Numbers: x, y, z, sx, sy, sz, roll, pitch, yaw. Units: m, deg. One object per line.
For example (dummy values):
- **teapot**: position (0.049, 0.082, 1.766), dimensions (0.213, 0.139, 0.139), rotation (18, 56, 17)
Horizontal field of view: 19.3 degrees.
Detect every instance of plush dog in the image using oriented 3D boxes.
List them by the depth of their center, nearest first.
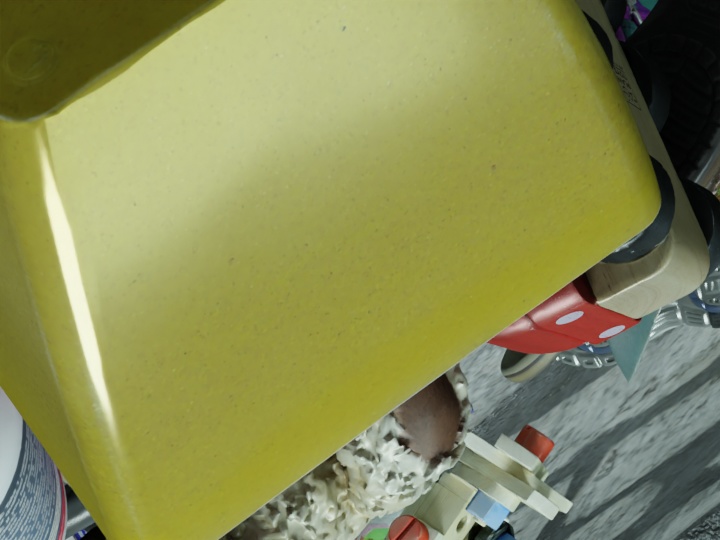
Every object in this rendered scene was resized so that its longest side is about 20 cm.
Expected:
- **plush dog**: position (-0.074, 0.071, 0.946), dimensions (0.200, 0.172, 0.160), rotation (-49, -172, -4)

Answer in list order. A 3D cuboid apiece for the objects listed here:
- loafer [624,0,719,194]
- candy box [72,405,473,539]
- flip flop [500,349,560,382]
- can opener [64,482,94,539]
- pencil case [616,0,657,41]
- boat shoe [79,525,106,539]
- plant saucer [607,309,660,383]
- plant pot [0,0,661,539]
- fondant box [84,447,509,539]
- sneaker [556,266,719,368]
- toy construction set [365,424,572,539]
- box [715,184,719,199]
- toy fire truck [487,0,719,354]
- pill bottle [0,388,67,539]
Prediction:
- **loafer**: position (0.159, -0.087, 0.929), dimensions (0.071, 0.073, 0.200), rotation (20, 104, -53)
- **candy box**: position (-0.049, 0.116, 1.252), dimensions (0.200, 0.077, 0.169), rotation (-41, 161, 11)
- **flip flop**: position (0.122, -0.020, 1.288), dimensions (0.081, 0.058, 0.200), rotation (-69, 178, -54)
- **can opener**: position (-0.139, 0.090, 1.039), dimensions (0.200, 0.067, 0.053), rotation (-31, 120, 11)
- **pencil case**: position (0.134, -0.102, 1.056), dimensions (0.092, 0.085, 0.200), rotation (-38, 166, 27)
- **boat shoe**: position (-0.123, 0.171, 1.043), dimensions (0.200, 0.073, 0.063), rotation (-23, 120, -12)
- **plant saucer**: position (0.173, -0.035, 1.230), dimensions (0.201, 0.039, 0.201), rotation (21, 90, -84)
- **plant pot**: position (-0.054, -0.071, 0.606), dimensions (0.200, 0.200, 0.176), rotation (-36, 151, -10)
- **fondant box**: position (-0.039, 0.115, 1.125), dimensions (0.144, 0.058, 0.200), rotation (-42, 124, 12)
- **sneaker**: position (0.190, 0.010, 1.385), dimensions (0.200, 0.075, 0.087), rotation (-10, -163, 24)
- **toy construction set**: position (0.019, 0.148, 1.047), dimensions (0.200, 0.092, 0.131), rotation (-43, 147, 3)
- **box**: position (0.256, -0.108, 1.363), dimensions (0.137, 0.039, 0.200), rotation (-15, 151, -53)
- **toy fire truck**: position (0.022, -0.040, 0.873), dimensions (0.200, 0.176, 0.129), rotation (-28, 161, 21)
- **pill bottle**: position (-0.181, 0.070, 0.797), dimensions (0.120, 0.120, 0.200), rotation (-34, 162, -13)
